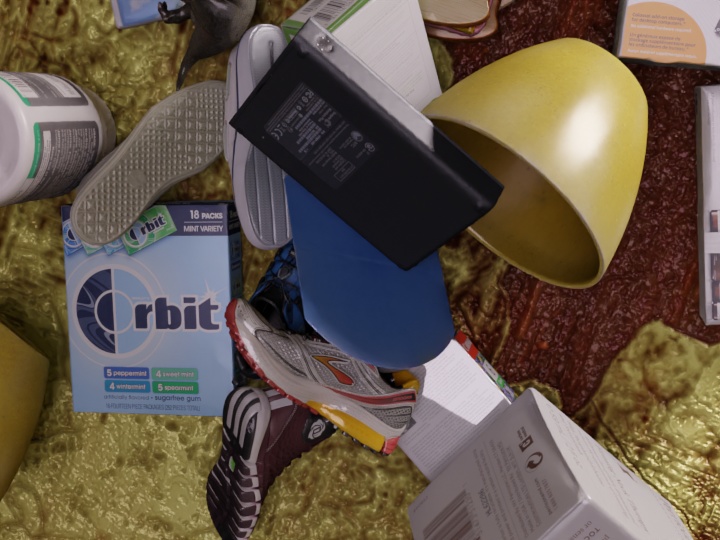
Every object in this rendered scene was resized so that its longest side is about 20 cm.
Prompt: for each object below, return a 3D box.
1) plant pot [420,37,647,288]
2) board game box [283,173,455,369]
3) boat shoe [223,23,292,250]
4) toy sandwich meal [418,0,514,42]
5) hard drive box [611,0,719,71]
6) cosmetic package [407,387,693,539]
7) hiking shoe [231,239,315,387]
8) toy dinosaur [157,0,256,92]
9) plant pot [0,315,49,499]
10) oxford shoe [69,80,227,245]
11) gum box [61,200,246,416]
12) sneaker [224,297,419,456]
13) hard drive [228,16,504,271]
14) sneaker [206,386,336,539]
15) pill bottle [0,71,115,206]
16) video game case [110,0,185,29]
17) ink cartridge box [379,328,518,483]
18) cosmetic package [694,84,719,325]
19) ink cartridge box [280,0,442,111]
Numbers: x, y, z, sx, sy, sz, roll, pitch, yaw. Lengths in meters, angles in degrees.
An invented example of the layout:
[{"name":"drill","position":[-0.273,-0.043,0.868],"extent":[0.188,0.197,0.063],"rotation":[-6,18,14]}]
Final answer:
[{"name":"plant pot","position":[0.156,-0.106,0.894],"extent":[0.199,0.200,0.143],"rotation":[39,76,3]},{"name":"board game box","position":[0.000,0.000,0.937],"extent":[0.039,0.156,0.203],"rotation":[-40,51,44]},{"name":"boat shoe","position":[-0.088,-0.116,0.978],"extent":[0.072,0.066,0.204],"rotation":[7,79,-31]},{"name":"toy sandwich meal","position":[0.077,-0.304,0.925],"extent":[0.201,0.070,0.209],"rotation":[2,99,11]},{"name":"hard drive box","position":[0.296,-0.268,0.885],"extent":[0.153,0.077,0.204],"rotation":[6,99,10]},{"name":"cosmetic package","position":[0.171,0.246,0.908],"extent":[0.199,0.168,0.167],"rotation":[39,104,-21]},{"name":"hiking shoe","position":[-0.055,0.013,0.985],"extent":[0.073,0.087,0.203],"rotation":[21,101,17]},{"name":"toy dinosaur","position":[-0.127,-0.249,0.949],"extent":[0.101,0.077,0.203],"rotation":[23,100,13]},{"name":"plant pot","position":[-0.379,0.109,1.024],"extent":[0.199,0.200,0.143],"rotation":[39,78,3]},{"name":"oxford shoe","position":[-0.190,-0.103,0.993],"extent":[0.200,0.058,0.075],"rotation":[-45,111,-13]},{"name":"gum box","position":[-0.198,0.036,1.042],"extent":[0.167,0.045,0.204],"rotation":[0,99,11]},{"name":"sneaker","position":[-0.033,0.077,0.938],"extent":[0.199,0.078,0.083],"rotation":[34,91,-24]},{"name":"hard drive","position":[0.001,-0.093,0.868],"extent":[0.199,0.033,0.139],"rotation":[40,145,-10]},{"name":"sneaker","position":[-0.077,0.182,1.030],"extent":[0.076,0.114,0.202],"rotation":[51,140,34]},{"name":"pill bottle","position":[-0.299,-0.118,0.960],"extent":[0.111,0.200,0.115],"rotation":[2,98,11]},{"name":"video game case","position":[-0.162,-0.342,0.992],"extent":[0.179,0.022,0.204],"rotation":[-10,96,13]},{"name":"ink cartridge box","position":[0.073,0.118,0.999],"extent":[0.109,0.050,0.201],"rotation":[-42,88,14]},{"name":"cosmetic package","position":[0.331,-0.058,0.922],"extent":[0.081,0.051,0.204],"rotation":[-3,98,11]},{"name":"ink cartridge box","position":[0.013,-0.148,0.921],"extent":[0.059,0.104,0.202],"rotation":[23,147,39]}]
